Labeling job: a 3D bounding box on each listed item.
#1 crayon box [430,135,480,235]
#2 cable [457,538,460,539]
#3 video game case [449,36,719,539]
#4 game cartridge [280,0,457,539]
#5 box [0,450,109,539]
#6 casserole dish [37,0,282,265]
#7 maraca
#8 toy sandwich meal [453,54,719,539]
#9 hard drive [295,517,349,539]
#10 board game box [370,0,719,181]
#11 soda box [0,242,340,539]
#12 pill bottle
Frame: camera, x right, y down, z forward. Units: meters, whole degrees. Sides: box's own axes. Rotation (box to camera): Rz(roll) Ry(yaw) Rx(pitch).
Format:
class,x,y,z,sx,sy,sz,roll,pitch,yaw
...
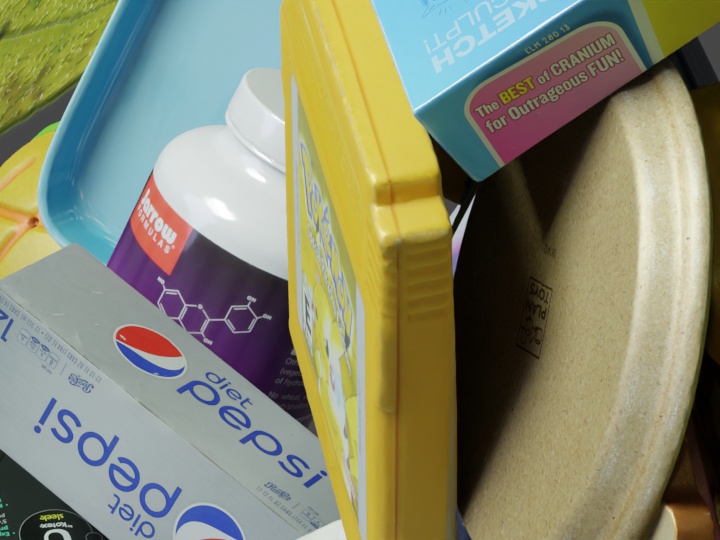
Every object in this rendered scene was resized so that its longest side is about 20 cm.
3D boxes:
class,x,y,z,sx,sy,sz,roll,pitch,yaw
crayon box,0.058,-0.115,1.048,0.200,0.052,0.126,-64,0,-38
cable,-0.025,0.165,1.074,0.200,0.050,0.097,-20,60,17
video game case,0.078,-0.004,1.105,0.200,0.019,0.143,-56,33,31
game cartridge,0.000,0.000,0.975,0.176,0.032,0.200,-107,10,-48
box,-0.170,0.185,1.295,0.200,0.124,0.149,-114,21,-49
casserole dish,-0.067,-0.074,1.307,0.200,0.121,0.039,-64,1,8
maraca,-0.133,0.025,1.387,0.137,0.107,0.200,-30,68,54
toy sandwich meal,0.088,0.025,0.914,0.205,0.070,0.205,-171,90,-72
hard drive,0.001,0.181,0.970,0.200,0.140,0.038,55,161,35
board game box,0.090,-0.139,0.899,0.200,0.040,0.153,-34,43,14
soda box,-0.072,0.078,1.157,0.063,0.200,0.068,-58,-13,27
pill bottle,-0.058,0.016,1.240,0.200,0.112,0.112,-63,30,20
